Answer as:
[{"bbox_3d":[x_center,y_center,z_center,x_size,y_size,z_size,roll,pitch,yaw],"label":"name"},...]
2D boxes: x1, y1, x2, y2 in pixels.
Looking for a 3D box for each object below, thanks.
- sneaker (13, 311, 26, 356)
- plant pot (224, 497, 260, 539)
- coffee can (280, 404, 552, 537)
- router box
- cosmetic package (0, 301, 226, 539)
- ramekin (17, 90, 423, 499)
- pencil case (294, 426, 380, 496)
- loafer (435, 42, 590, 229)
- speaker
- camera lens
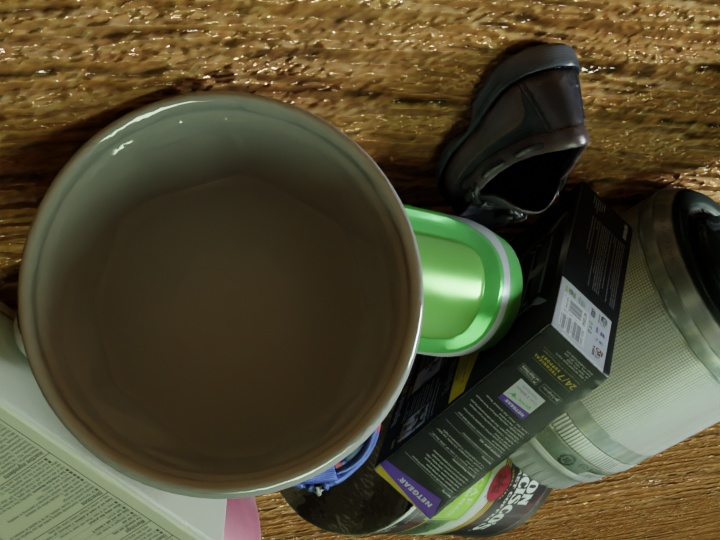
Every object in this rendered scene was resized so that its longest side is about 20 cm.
[{"bbox_3d":[-0.116,0.033,1.233,0.200,0.076,0.077,-7,156,-40],"label":"sneaker"},{"bbox_3d":[-0.195,0.179,1.394,0.200,0.201,0.179,-31,147,27],"label":"plant pot"},{"bbox_3d":[0.042,0.123,1.553,0.146,0.147,0.200,-30,160,24],"label":"coffee can"},{"bbox_3d":[0.095,0.047,1.348,0.157,0.052,0.200,-42,-167,28],"label":"router box"},{"bbox_3d":[-0.182,0.109,1.228,0.103,0.073,0.200,-32,126,29],"label":"cosmetic package"},{"bbox_3d":[-0.067,0.018,1.072,0.200,0.201,0.105,-21,171,-3],"label":"ramekin"},{"bbox_3d":[-0.029,0.076,1.271,0.078,0.087,0.200,-1,-173,-2],"label":"pencil case"},{"bbox_3d":[0.090,-0.060,1.229,0.072,0.063,0.200,-16,161,-14],"label":"loafer"},{"bbox_3d":[0.000,0.000,1.222,0.200,0.089,0.088,10,145,-40],"label":"speaker"},{"bbox_3d":[0.191,0.048,1.490,0.200,0.160,0.160,-32,159,27],"label":"camera lens"}]
